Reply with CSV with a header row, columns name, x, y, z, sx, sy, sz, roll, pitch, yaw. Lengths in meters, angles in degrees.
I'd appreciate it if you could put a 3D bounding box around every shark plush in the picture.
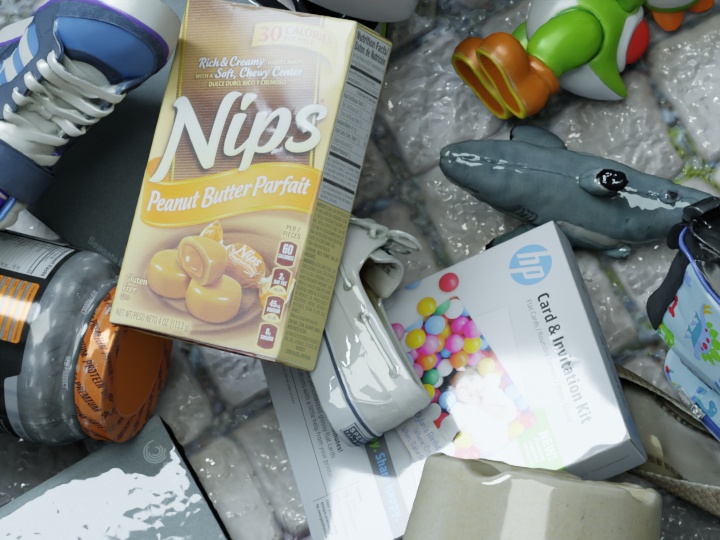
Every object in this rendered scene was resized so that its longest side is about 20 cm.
name,x,y,z,sx,sy,sz,roll,pitch,yaw
shark plush,0.147,-0.037,1.723,0.200,0.083,0.091,21,76,17

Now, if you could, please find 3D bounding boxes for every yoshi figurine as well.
name,x,y,z,sx,sy,sz,roll,pitch,yaw
yoshi figurine,0.145,-0.187,1.766,0.200,0.112,0.112,-38,59,-10

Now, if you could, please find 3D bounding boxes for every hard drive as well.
name,x,y,z,sx,sy,sz,roll,pitch,yaw
hard drive,-0.130,-0.100,1.774,0.140,0.033,0.200,37,110,20
hard drive,-0.173,0.197,1.731,0.200,0.033,0.140,-31,68,-1

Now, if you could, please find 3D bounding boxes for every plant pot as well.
name,x,y,z,sx,sy,sz,roll,pitch,yaw
plant pot,0.087,0.200,1.567,0.200,0.200,0.184,9,88,14

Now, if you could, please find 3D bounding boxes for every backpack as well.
name,x,y,z,sx,sy,sz,roll,pitch,yaw
backpack,0.282,0.045,1.620,0.183,0.147,0.200,-27,62,-25

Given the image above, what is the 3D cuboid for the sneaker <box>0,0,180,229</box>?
name,x,y,z,sx,sy,sz,roll,pitch,yaw
sneaker,-0.188,-0.083,1.675,0.081,0.200,0.147,32,66,-24

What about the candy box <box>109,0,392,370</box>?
name,x,y,z,sx,sy,sz,roll,pitch,yaw
candy box,-0.064,-0.051,1.662,0.115,0.055,0.200,11,86,26

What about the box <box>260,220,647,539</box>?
name,x,y,z,sx,sy,sz,roll,pitch,yaw
box,0.052,0.080,1.697,0.200,0.041,0.156,-23,59,10

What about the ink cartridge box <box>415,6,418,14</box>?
name,x,y,z,sx,sy,sz,roll,pitch,yaw
ink cartridge box,0.036,-0.278,1.819,0.059,0.104,0.200,-12,69,7

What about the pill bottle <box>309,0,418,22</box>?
name,x,y,z,sx,sy,sz,roll,pitch,yaw
pill bottle,0.020,-0.257,1.699,0.113,0.113,0.200,16,76,16

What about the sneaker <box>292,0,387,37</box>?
name,x,y,z,sx,sy,sz,roll,pitch,yaw
sneaker,-0.017,-0.219,1.820,0.072,0.083,0.200,-13,69,6

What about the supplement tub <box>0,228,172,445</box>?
name,x,y,z,sx,sy,sz,roll,pitch,yaw
supplement tub,-0.223,0.035,1.745,0.200,0.123,0.123,15,74,19

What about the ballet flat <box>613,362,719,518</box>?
name,x,y,z,sx,sy,sz,roll,pitch,yaw
ballet flat,0.171,0.099,1.690,0.200,0.046,0.067,28,78,19

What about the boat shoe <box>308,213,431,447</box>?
name,x,y,z,sx,sy,sz,roll,pitch,yaw
boat shoe,-0.002,-0.001,1.693,0.086,0.075,0.202,-25,61,12
